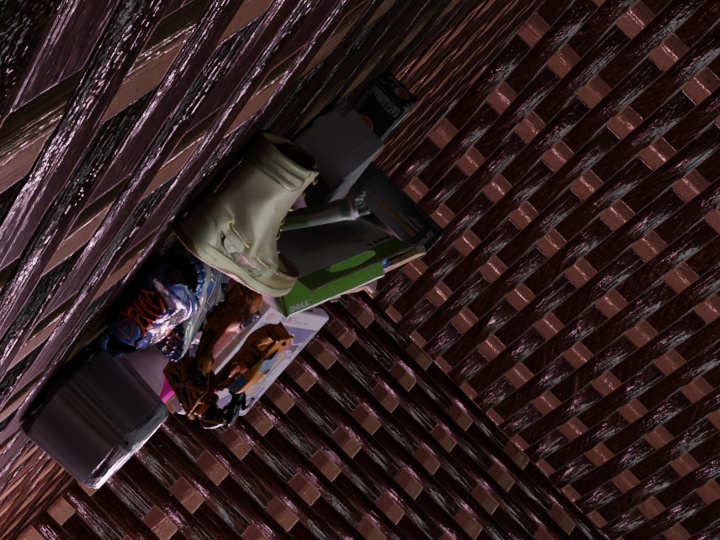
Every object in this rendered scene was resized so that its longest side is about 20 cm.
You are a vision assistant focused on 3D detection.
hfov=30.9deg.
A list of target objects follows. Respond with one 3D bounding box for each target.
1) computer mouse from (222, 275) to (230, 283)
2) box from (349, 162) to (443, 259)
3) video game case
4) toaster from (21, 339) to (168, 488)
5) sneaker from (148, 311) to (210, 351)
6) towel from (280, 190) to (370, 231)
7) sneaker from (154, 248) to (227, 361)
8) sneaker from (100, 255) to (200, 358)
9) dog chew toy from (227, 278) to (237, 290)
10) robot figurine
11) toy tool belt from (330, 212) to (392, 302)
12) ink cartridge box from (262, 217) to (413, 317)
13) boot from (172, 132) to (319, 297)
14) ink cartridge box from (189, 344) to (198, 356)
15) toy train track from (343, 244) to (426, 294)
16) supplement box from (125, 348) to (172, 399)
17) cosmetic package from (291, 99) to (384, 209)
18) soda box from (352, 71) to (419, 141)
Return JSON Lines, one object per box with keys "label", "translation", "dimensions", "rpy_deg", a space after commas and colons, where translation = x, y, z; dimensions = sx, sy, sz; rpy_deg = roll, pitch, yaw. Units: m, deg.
{"label": "computer mouse", "translation": [-0.222, 0.029, 1.693], "dimensions": [0.200, 0.046, 0.140], "rpy_deg": [-38, -179, 3]}
{"label": "box", "translation": [0.049, -0.091, 1.877], "dimensions": [0.048, 0.158, 0.200], "rpy_deg": [-46, 180, 5]}
{"label": "video game case", "translation": [-0.149, 0.124, 1.807], "dimensions": [0.200, 0.023, 0.182], "rpy_deg": [-48, 158, 12]}
{"label": "toaster", "translation": [-0.325, 0.179, 1.616], "dimensions": [0.200, 0.129, 0.114], "rpy_deg": [-46, 180, 44]}
{"label": "sneaker", "translation": [-0.240, 0.083, 1.778], "dimensions": [0.100, 0.075, 0.200], "rpy_deg": [-43, -162, -12]}
{"label": "towel", "translation": [-0.093, -0.064, 1.563], "dimensions": [0.198, 0.031, 0.149], "rpy_deg": [-9, -177, 7]}
{"label": "sneaker", "translation": [-0.202, 0.038, 1.581], "dimensions": [0.085, 0.077, 0.200], "rpy_deg": [-30, 163, -39]}
{"label": "sneaker", "translation": [-0.245, 0.053, 1.495], "dimensions": [0.078, 0.075, 0.200], "rpy_deg": [-41, 175, -34]}
{"label": "dog chew toy", "translation": [-0.152, -0.009, 1.819], "dimensions": [0.125, 0.125, 0.200], "rpy_deg": [-45, 172, 25]}
{"label": "robot figurine", "translation": [-0.176, 0.107, 1.635], "dimensions": [0.200, 0.145, 0.058], "rpy_deg": [-46, 156, 28]}
{"label": "toy tool belt", "translation": [-0.013, -0.011, 1.840], "dimensions": [0.124, 0.124, 0.200], "rpy_deg": [-12, -172, 16]}
{"label": "ink cartridge box", "translation": [-0.037, 0.001, 1.597], "dimensions": [0.147, 0.076, 0.200], "rpy_deg": [-22, -154, -21]}
{"label": "boot", "translation": [-0.095, -0.061, 1.427], "dimensions": [0.156, 0.073, 0.200], "rpy_deg": [-49, 144, 8]}
{"label": "ink cartridge box", "translation": [-0.207, 0.091, 1.919], "dimensions": [0.117, 0.068, 0.199], "rpy_deg": [-22, -168, -41]}
{"label": "toy train track", "translation": [0.000, 0.000, 1.724], "dimensions": [0.199, 0.033, 0.114], "rpy_deg": [-25, 171, 34]}
{"label": "supplement box", "translation": [-0.327, 0.164, 1.800], "dimensions": [0.103, 0.101, 0.200], "rpy_deg": [-45, 179, 16]}
{"label": "cosmetic package", "translation": [-0.056, -0.128, 1.700], "dimensions": [0.107, 0.090, 0.200], "rpy_deg": [-41, 180, -24]}
{"label": "soda box", "translation": [-0.008, -0.192, 1.881], "dimensions": [0.200, 0.063, 0.071], "rpy_deg": [-45, 179, 28]}
